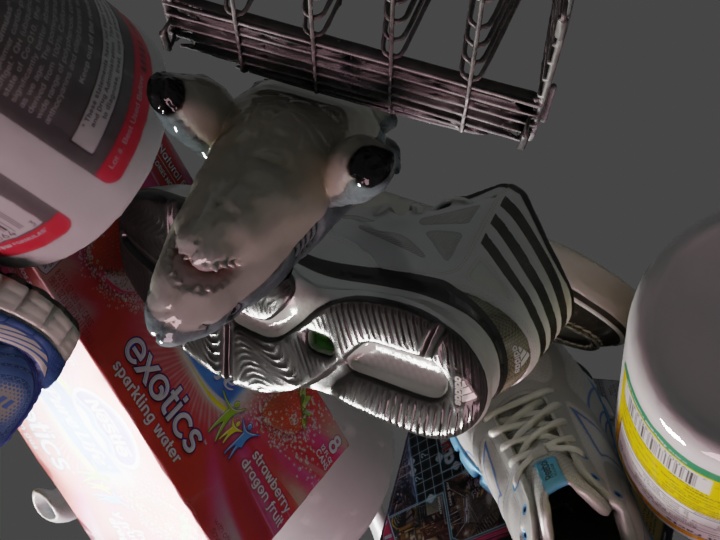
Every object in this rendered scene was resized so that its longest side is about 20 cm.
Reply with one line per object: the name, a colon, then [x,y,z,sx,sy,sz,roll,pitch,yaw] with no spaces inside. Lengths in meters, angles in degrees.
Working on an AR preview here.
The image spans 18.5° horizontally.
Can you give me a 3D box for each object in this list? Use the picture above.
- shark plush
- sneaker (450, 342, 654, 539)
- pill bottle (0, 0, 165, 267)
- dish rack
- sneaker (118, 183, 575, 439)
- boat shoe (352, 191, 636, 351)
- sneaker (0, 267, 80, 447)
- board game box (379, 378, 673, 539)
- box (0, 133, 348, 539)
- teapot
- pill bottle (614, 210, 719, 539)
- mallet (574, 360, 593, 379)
shark plush: [-0.032,-0.032,0.827,0.091,0.083,0.200,17,-164,3]
sneaker: [0.089,0.091,0.984,0.075,0.200,0.087,-27,151,0]
pill bottle: [-0.170,-0.088,0.800,0.111,0.111,0.200,4,159,38]
dish rack: [0.003,-0.100,0.699,0.153,0.055,0.200,17,165,4]
sneaker: [0.000,0.000,0.930,0.200,0.115,0.076,22,126,32]
boat shoe: [0.027,0.008,0.996,0.200,0.064,0.071,17,163,-2]
sneaker: [-0.213,0.012,0.849,0.200,0.089,0.079,26,172,-4]
board game box: [0.077,0.138,1.052,0.135,0.200,0.035,5,142,15]
box: [-0.105,0.038,1.022,0.095,0.100,0.200,-1,127,44]
teapot: [-0.077,0.142,1.382,0.200,0.146,0.197,13,163,11]
pill bottle: [0.164,0.055,0.929,0.113,0.113,0.200,14,163,9]
mallet: [0.029,0.039,1.149,0.200,0.041,0.066,24,162,-11]
